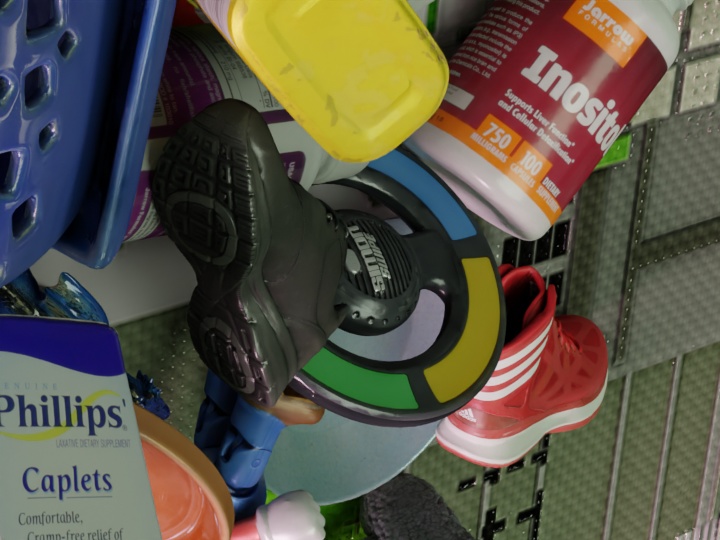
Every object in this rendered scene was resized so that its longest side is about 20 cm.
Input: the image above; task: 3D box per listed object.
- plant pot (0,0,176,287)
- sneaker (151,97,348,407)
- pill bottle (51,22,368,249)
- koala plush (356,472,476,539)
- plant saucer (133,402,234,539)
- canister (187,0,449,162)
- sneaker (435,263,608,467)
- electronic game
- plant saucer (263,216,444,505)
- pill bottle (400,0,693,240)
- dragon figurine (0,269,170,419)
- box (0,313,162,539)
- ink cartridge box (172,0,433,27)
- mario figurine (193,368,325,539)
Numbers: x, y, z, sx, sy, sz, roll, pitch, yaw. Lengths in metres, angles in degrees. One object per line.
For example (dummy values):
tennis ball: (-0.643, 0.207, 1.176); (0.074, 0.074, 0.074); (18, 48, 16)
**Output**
plant pot: (-0.206, -0.104, 1.148); (0.180, 0.200, 0.200); (-10, 120, -47)
sneaker: (-0.051, -0.021, 1.274); (0.091, 0.076, 0.200); (-40, 147, -28)
pill bottle: (-0.091, -0.078, 1.322); (0.200, 0.112, 0.112); (-10, 120, -37)
koala plush: (0.020, 0.277, 1.607); (0.177, 0.184, 0.200); (-29, 142, -27)
plant saucer: (-0.166, 0.115, 1.329); (0.200, 0.200, 0.032); (60, 35, -44)
canister: (-0.050, -0.156, 1.222); (0.087, 0.200, 0.149); (-40, 134, 1)
sneaker: (0.123, 0.044, 1.580); (0.200, 0.078, 0.116); (-41, 149, -58)
electronic game: (0.000, 0.000, 1.416); (0.200, 0.200, 0.042); (-10, 159, -39)
plant saucer: (-0.007, 0.052, 1.532); (0.201, 0.039, 0.201); (-21, 126, -33)
pill bottle: (0.123, -0.128, 1.492); (0.200, 0.113, 0.113); (-54, 137, -5)
dragon figurine: (-0.177, 0.028, 1.315); (0.059, 0.099, 0.200); (-47, 136, -12)
box: (-0.190, 0.144, 1.171); (0.105, 0.184, 0.200); (3, 68, -48)
ink cartridge box: (-0.017, -0.191, 1.376); (0.200, 0.050, 0.161); (-53, 137, -8)
mario figurine: (-0.077, 0.143, 1.437); (0.106, 0.123, 0.200); (23, 108, -3)
